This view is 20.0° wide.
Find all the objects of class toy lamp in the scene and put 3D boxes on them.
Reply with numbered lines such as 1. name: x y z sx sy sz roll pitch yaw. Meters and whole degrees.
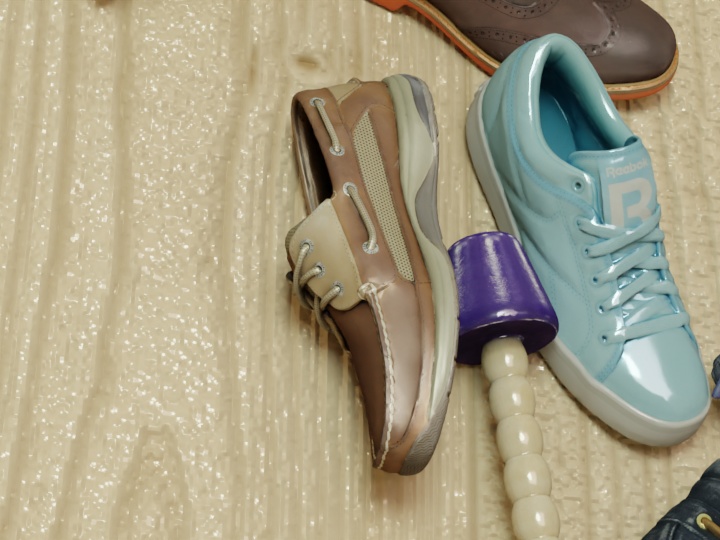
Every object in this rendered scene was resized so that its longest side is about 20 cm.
1. toy lamp: 0.070 0.080 0.898 0.058 0.058 0.202 0 66 -17

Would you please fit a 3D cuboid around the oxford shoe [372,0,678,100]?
1. oxford shoe: 0.072 -0.146 1.001 0.198 0.073 0.072 22 59 -5

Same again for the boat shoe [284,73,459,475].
1. boat shoe: 0.000 0.000 0.911 0.071 0.076 0.202 3 54 -12

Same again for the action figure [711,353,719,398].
1. action figure: 0.252 0.003 0.964 0.198 0.105 0.195 -4 52 -27

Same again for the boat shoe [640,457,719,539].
1. boat shoe: 0.206 0.170 0.883 0.200 0.071 0.091 42 64 9

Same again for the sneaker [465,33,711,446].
1. sneaker: 0.109 -0.018 0.943 0.073 0.082 0.201 -20 73 -24
